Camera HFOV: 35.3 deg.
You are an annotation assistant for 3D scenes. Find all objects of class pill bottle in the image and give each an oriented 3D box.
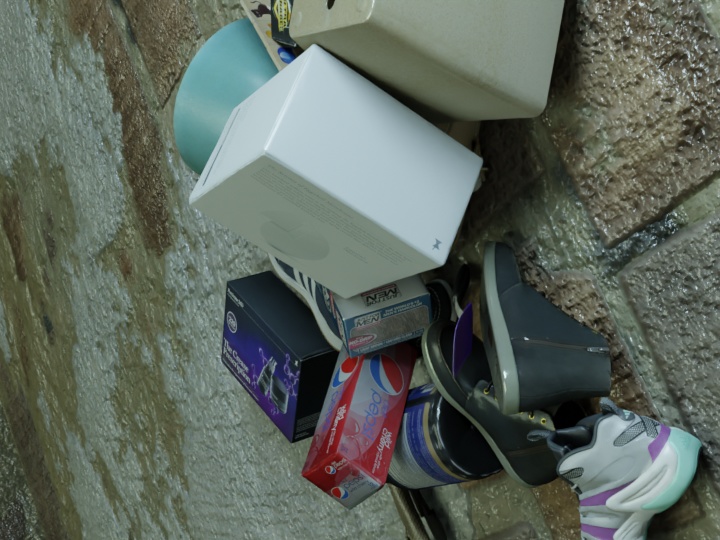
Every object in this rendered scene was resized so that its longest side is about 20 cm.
[{"bbox_3d":[0.076,0.184,1.256,0.199,0.111,0.113,-27,80,57],"label":"pill bottle"}]

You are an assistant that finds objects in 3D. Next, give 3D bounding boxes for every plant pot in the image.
[{"bbox_3d":[0.051,-0.253,1.003,0.199,0.175,0.203,7,85,55],"label":"plant pot"},{"bbox_3d":[-0.088,-0.169,1.304,0.160,0.200,0.203,29,127,32],"label":"plant pot"}]

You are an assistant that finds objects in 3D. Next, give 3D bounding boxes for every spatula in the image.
[{"bbox_3d":[0.102,0.037,1.134,0.200,0.020,0.057,-80,-10,-66],"label":"spatula"}]

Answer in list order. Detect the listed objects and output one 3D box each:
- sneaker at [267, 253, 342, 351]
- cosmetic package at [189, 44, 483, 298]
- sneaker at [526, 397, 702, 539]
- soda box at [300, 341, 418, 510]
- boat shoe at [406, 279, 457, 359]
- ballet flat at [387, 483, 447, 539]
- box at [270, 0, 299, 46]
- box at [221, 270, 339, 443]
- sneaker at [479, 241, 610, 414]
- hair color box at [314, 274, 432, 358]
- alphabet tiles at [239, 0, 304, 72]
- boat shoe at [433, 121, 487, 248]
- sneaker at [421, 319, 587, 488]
[{"bbox_3d":[-0.043,-0.005,1.402,0.201,0.070,0.109,54,145,22],"label":"sneaker"},{"bbox_3d":[-0.027,-0.085,1.081,0.199,0.198,0.124,-17,45,61],"label":"cosmetic package"},{"bbox_3d":[0.210,0.196,1.043,0.139,0.078,0.202,29,122,10],"label":"sneaker"},{"bbox_3d":[0.002,0.148,1.207,0.070,0.201,0.063,38,129,-18],"label":"soda box"},{"bbox_3d":[0.044,0.076,1.308,0.200,0.060,0.076,-54,53,49],"label":"boat shoe"},{"bbox_3d":[0.043,0.256,1.375,0.046,0.067,0.202,-31,78,20],"label":"ballet flat"},{"bbox_3d":[-0.018,-0.339,1.149,0.046,0.158,0.203,26,123,47],"label":"box"},{"bbox_3d":[-0.110,0.115,1.549,0.200,0.078,0.143,41,132,42],"label":"box"},{"bbox_3d":[0.174,0.052,1.091,0.075,0.105,0.202,88,178,-48],"label":"sneaker"},{"bbox_3d":[0.000,0.000,1.257,0.201,0.099,0.061,-117,14,-49],"label":"hair color box"},{"bbox_3d":[-0.047,-0.269,1.215,0.201,0.166,0.008,61,139,21],"label":"alphabet tiles"},{"bbox_3d":[0.097,-0.102,1.157,0.069,0.073,0.201,43,141,29],"label":"boat shoe"},{"bbox_3d":[0.151,0.118,1.132,0.201,0.075,0.106,51,145,1],"label":"sneaker"}]
